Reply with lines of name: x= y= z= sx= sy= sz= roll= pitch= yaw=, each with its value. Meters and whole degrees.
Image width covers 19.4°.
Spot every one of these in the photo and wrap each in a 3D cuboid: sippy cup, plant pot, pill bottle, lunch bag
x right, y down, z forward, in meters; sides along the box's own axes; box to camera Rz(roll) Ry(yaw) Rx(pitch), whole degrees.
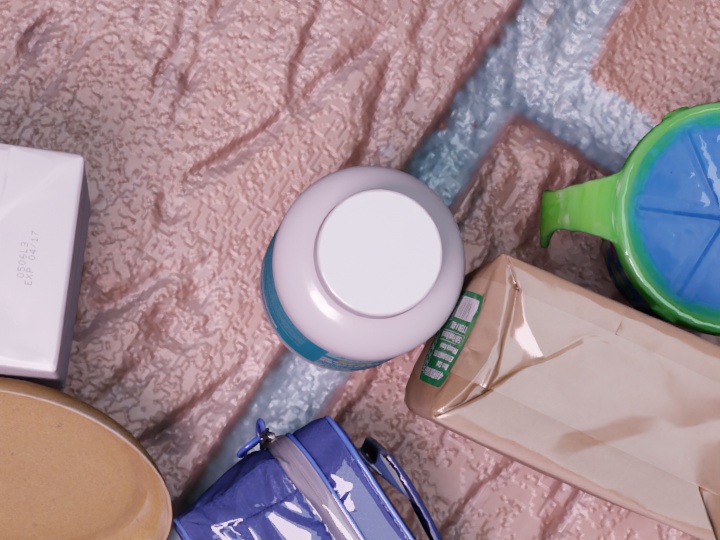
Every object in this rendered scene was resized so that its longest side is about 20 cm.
sippy cup: x=0.207 y=-0.023 z=1.283 sx=0.178 sy=0.130 sz=0.140 roll=40 pitch=80 yaw=0
plant pot: x=-0.206 y=0.121 z=1.220 sx=0.199 sy=0.200 sz=0.028 roll=11 pitch=48 yaw=-5
pill bottle: x=0.000 y=0.000 z=1.231 sx=0.110 sy=0.200 sz=0.111 roll=1 pitch=85 yaw=-5
lunch bag: x=-0.016 y=0.178 z=1.245 sx=0.132 sy=0.136 sz=0.200 roll=-32 pitch=87 yaw=-8

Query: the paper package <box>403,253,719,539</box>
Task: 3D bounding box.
paper package: x=0.131 y=0.074 z=1.236 sx=0.190 sy=0.200 sz=0.104 roll=23 pitch=87 yaw=-2

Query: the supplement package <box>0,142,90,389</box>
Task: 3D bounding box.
supplement package: x=-0.222 y=-0.001 z=1.207 sx=0.119 sy=0.200 sz=0.122 roll=7 pitch=83 yaw=-5
